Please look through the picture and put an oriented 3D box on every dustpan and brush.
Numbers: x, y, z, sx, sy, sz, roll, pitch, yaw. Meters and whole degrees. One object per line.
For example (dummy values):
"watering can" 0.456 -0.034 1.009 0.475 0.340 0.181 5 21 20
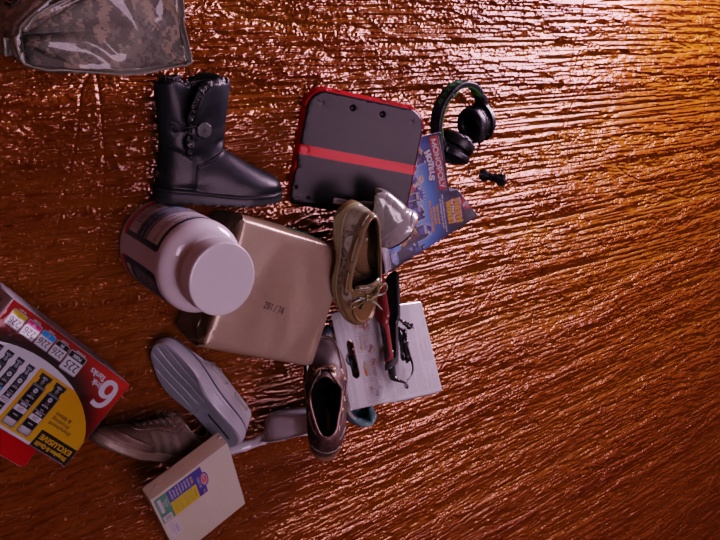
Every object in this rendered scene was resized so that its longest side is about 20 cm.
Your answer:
"dustpan and brush" -0.131 0.255 1.248 0.195 0.140 0.059 -4 87 -8

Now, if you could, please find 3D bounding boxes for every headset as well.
"headset" 0.192 -0.227 1.346 0.124 0.093 0.201 -47 135 -17

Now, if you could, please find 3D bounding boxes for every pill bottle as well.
"pill bottle" -0.222 -0.014 1.012 0.118 0.199 0.122 -13 113 -34

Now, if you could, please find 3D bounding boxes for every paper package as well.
"paper package" -0.144 0.026 1.152 0.198 0.103 0.194 16 94 -40

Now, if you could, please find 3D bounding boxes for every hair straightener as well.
"hair straightener" 0.067 0.097 1.306 0.076 0.041 0.204 5 66 -36

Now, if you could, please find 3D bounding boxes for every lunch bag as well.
"lunch bag" -0.314 -0.280 0.874 0.197 0.163 0.120 -20 122 -33

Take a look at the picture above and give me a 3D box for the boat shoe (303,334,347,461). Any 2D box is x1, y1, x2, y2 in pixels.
"boat shoe" -0.051 0.179 1.180 0.069 0.203 0.071 -4 142 -5

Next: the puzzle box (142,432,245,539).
"puzzle box" -0.243 0.338 1.174 0.132 0.025 0.202 -34 146 -25

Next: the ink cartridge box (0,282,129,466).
"ink cartridge box" -0.424 0.148 0.977 0.177 0.083 0.200 -52 130 -13

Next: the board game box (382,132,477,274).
"board game box" 0.094 -0.120 1.309 0.196 0.061 0.205 -16 105 -26

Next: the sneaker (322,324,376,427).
"sneaker" -0.018 0.178 1.313 0.077 0.086 0.203 -37 124 -23

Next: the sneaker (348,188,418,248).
"sneaker" -0.008 -0.061 1.209 0.092 0.199 0.076 43 34 -20

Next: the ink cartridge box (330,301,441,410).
"ink cartridge box" 0.037 0.144 1.328 0.197 0.047 0.164 -5 77 -36

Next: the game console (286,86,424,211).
"game console" -0.006 -0.177 1.205 0.196 0.031 0.181 8 105 -16

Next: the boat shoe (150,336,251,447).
"boat shoe" -0.233 0.169 1.157 0.202 0.072 0.067 60 29 -22

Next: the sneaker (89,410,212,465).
"sneaker" -0.297 0.234 1.130 0.199 0.069 0.077 31 71 -47

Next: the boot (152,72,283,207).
"boot" -0.187 -0.177 1.067 0.197 0.076 0.172 -2 109 -32

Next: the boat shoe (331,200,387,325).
"boat shoe" 0.000 0.000 1.149 0.073 0.062 0.204 -29 129 -31
